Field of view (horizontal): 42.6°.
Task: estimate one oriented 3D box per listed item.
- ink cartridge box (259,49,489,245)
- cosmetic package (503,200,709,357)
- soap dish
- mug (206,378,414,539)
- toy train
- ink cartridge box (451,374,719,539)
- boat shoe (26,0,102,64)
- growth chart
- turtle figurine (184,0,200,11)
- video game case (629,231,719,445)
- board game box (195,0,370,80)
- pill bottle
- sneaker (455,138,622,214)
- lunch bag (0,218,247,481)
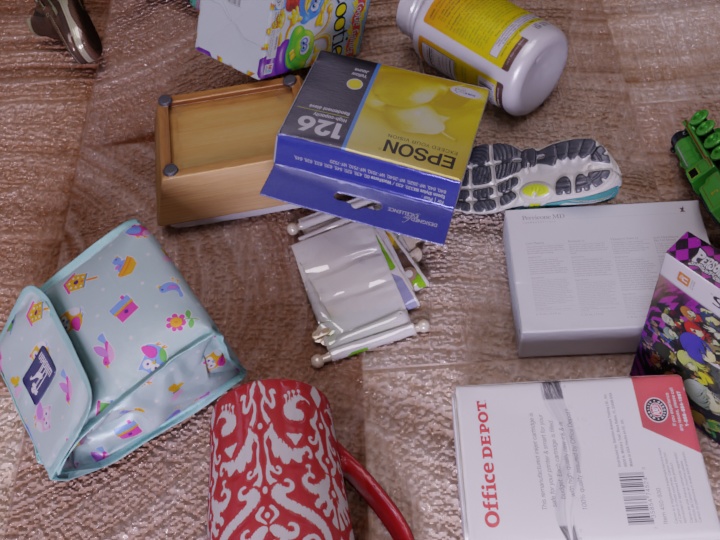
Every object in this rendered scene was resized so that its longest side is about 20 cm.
[{"bbox_3d":[0.019,-0.136,0.961,0.196,0.047,0.201,15,51,6],"label":"ink cartridge box"},{"bbox_3d":[0.248,0.006,0.917,0.198,0.052,0.152,-2,56,3],"label":"cosmetic package"},{"bbox_3d":[-0.137,-0.138,1.039,0.198,0.081,0.158,-10,54,-1],"label":"soap dish"},{"bbox_3d":[-0.054,0.211,0.774,0.133,0.177,0.201,-34,44,25],"label":"mug"},{"bbox_3d":[0.365,-0.108,0.958,0.056,0.042,0.201,-38,22,24],"label":"toy train"},{"bbox_3d":[0.180,0.174,0.781,0.198,0.083,0.148,-3,53,3],"label":"ink cartridge box"},{"bbox_3d":[-0.397,-0.326,1.214,0.074,0.075,0.203,-30,50,1],"label":"boat shoe"},{"bbox_3d":[0.000,0.000,0.965,0.144,0.018,0.201,-13,54,-5],"label":"growth chart"},{"bbox_3d":[-0.265,-0.416,1.243,0.199,0.101,0.151,25,74,4],"label":"turtle figurine"},{"bbox_3d":[0.317,0.084,0.762,0.036,0.201,0.181,-38,60,-19],"label":"video game case"},{"bbox_3d":[-0.086,-0.307,1.096,0.104,0.104,0.200,29,34,24],"label":"board game box"},{"bbox_3d":[0.138,-0.275,1.095,0.109,0.110,0.200,-40,60,-22],"label":"pill bottle"},{"bbox_3d":[0.176,-0.088,0.980,0.199,0.080,0.078,1,74,28],"label":"sneaker"},{"bbox_3d":[-0.239,0.079,0.869,0.199,0.122,0.171,-34,60,-9],"label":"lunch bag"}]
